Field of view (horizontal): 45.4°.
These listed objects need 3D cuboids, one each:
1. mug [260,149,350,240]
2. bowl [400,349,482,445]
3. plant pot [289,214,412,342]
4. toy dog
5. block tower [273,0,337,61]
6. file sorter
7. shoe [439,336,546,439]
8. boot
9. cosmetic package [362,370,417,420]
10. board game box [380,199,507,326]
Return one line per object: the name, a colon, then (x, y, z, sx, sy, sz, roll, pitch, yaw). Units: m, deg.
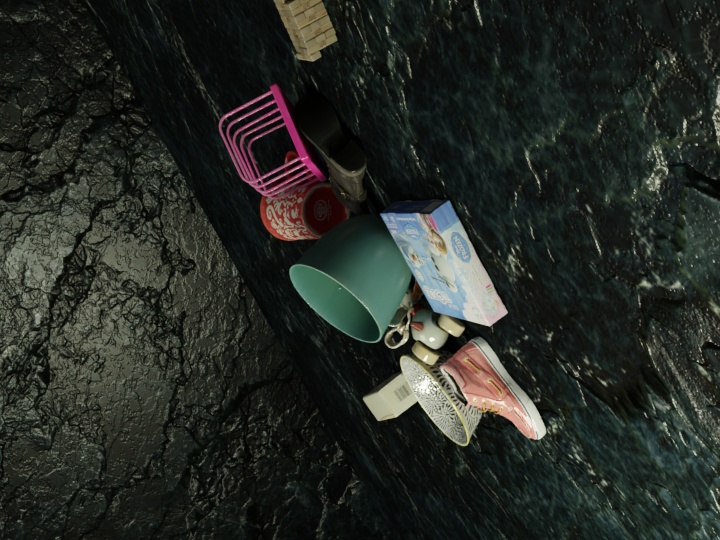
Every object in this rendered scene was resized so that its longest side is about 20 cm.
mug: (-0.118, -0.140, 1.729, 0.179, 0.133, 0.199, 60, 161, -18)
bowl: (0.170, 0.216, 1.604, 0.201, 0.094, 0.201, 51, 165, 19)
plant pot: (0.000, 0.000, 1.523, 0.199, 0.161, 0.201, 32, 158, 15)
toy dog: (0.095, 0.081, 1.542, 0.096, 0.133, 0.199, 31, 172, -35)
block tower: (-0.099, -0.413, 1.262, 0.054, 0.057, 0.202, 30, 148, 58)
file sorter: (-0.156, -0.218, 1.541, 0.200, 0.124, 0.140, 33, -147, -81)
shoe: (0.221, 0.217, 1.457, 0.201, 0.091, 0.072, 54, 165, 9)
boot: (-0.049, -0.193, 1.524, 0.201, 0.069, 0.175, 54, 168, 19)
cosmetic package: (0.080, 0.290, 2.015, 0.073, 0.103, 0.200, 54, 165, 5)
board game box: (0.128, -0.016, 1.371, 0.200, 0.043, 0.200, 59, 165, -14)
